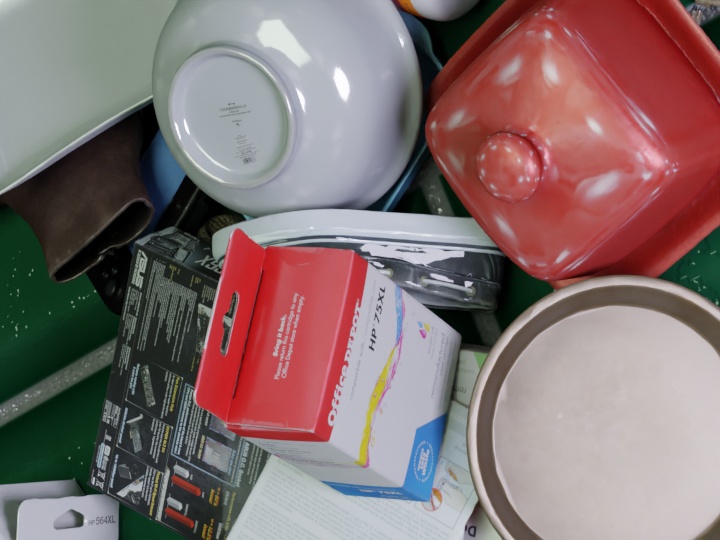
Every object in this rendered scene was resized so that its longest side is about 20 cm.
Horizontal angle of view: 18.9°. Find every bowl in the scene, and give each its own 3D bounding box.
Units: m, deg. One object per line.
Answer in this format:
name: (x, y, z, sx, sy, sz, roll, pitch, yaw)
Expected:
bowl: (-0.066, -0.114, 1.437, 0.200, 0.090, 0.203, 11, 115, 25)

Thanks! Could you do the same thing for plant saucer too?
plant saucer: (0.164, 0.103, 1.361, 0.198, 0.029, 0.202, 0, 89, -2)

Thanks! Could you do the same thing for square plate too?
square plate: (-0.212, -0.166, 1.592, 0.199, 0.028, 0.199, -31, 54, 6)

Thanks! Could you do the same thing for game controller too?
game controller: (-0.142, -0.066, 1.582, 0.104, 0.042, 0.201, 45, 110, 40)

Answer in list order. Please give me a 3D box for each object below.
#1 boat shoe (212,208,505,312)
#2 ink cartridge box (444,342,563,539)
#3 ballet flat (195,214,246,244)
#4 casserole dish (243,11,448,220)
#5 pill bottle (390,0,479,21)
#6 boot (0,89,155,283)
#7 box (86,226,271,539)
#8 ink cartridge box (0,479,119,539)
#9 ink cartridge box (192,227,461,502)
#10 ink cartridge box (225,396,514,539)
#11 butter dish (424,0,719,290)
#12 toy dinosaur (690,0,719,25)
boat shoe: (0.000, 0.000, 1.444, 0.198, 0.072, 0.071, -1, 79, 1)
ink cartridge box: (0.082, 0.154, 1.434, 0.116, 0.067, 0.202, 8, 92, 32)
ballet flat: (-0.049, 0.028, 1.530, 0.200, 0.046, 0.068, 44, 110, 25)
casserole dish: (-0.007, -0.091, 1.512, 0.121, 0.039, 0.201, 39, 108, 24)
pill bottle: (-0.009, -0.245, 1.476, 0.199, 0.113, 0.114, 18, 98, 30)
boot: (-0.241, -0.055, 1.603, 0.199, 0.072, 0.167, -33, 45, 19)
box: (-0.103, 0.091, 1.526, 0.157, 0.050, 0.201, 24, 114, 24)
ink cartridge box: (-0.260, 0.252, 1.601, 0.200, 0.128, 0.125, -48, 67, 21)
ink cartridge box: (-0.017, 0.060, 1.332, 0.067, 0.200, 0.117, 2, 71, 30)
ink cartridge box: (0.003, 0.168, 1.431, 0.160, 0.047, 0.201, 27, 87, 34)
butter dish: (0.122, -0.079, 1.347, 0.200, 0.148, 0.200, -43, 79, 36)
toy dinosaur: (0.187, -0.190, 1.397, 0.101, 0.058, 0.201, 29, 124, 32)
